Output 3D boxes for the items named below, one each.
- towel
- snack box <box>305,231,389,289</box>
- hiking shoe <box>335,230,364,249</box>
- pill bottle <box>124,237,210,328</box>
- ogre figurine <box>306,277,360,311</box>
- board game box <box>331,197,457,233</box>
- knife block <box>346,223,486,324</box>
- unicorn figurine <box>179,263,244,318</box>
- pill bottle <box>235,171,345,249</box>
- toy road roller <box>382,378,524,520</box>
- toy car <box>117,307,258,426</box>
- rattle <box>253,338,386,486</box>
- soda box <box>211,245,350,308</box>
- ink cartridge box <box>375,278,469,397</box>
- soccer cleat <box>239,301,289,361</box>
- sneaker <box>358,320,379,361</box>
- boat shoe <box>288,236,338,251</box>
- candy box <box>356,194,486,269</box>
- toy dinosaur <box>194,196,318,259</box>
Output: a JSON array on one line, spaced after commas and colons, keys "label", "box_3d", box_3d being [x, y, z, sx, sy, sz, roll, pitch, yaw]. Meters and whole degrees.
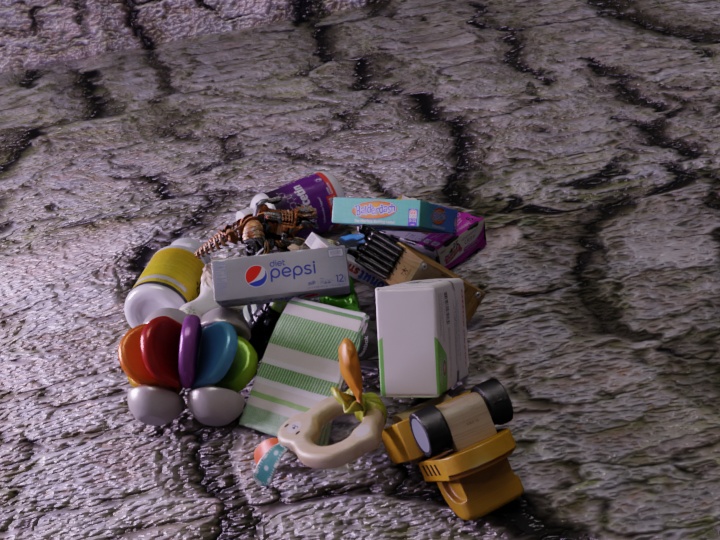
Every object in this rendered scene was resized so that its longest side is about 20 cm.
[{"label": "towel", "box_3d": [-0.078, 0.142, 1.385, 0.152, 0.023, 0.201, 12, 77, 33]}, {"label": "snack box", "box_3d": [0.000, 0.000, 1.578, 0.024, 0.200, 0.072, -55, 41, 5]}, {"label": "hiking shoe", "box_3d": [0.032, -0.033, 1.711, 0.199, 0.075, 0.087, 10, 53, 29]}, {"label": "pill bottle", "box_3d": [-0.323, 0.026, 1.688, 0.112, 0.112, 0.200, -3, 30, 11]}, {"label": "ogre figurine", "box_3d": [-0.058, 0.063, 1.567, 0.120, 0.098, 0.200, -20, 18, 3]}, {"label": "board game box", "box_3d": [0.061, -0.091, 1.634, 0.152, 0.045, 0.200, 4, 1, 22]}, {"label": "knife block", "box_3d": [0.080, -0.001, 1.559, 0.200, 0.064, 0.176, 26, 9, -31]}, {"label": "unicorn figurine", "box_3d": [-0.241, 0.064, 1.580, 0.074, 0.138, 0.200, -36, 1, 31]}, {"label": "pill bottle", "box_3d": [-0.132, -0.110, 1.873, 0.200, 0.113, 0.112, -23, 32, -23]}, {"label": "toy road roller", "box_3d": [0.122, 0.230, 1.225, 0.123, 0.146, 0.200, -20, -6, -18]}, {"label": "toy car", "box_3d": [-0.251, 0.123, 1.408, 0.199, 0.150, 0.176, 0, 59, 5]}, {"label": "rattle", "box_3d": [-0.077, 0.186, 1.258, 0.199, 0.143, 0.131, -12, 48, 20]}, {"label": "soda box", "box_3d": [-0.116, 0.010, 1.449, 0.199, 0.064, 0.068, -7, -11, 0]}, {"label": "ink cartridge box", "box_3d": [0.089, 0.088, 1.352, 0.084, 0.146, 0.200, -3, 1, 17]}, {"label": "soccer cleat", "box_3d": [-0.148, 0.068, 1.524, 0.200, 0.067, 0.081, -64, 20, -14]}, {"label": "sneaker", "box_3d": [0.011, 0.107, 1.452, 0.199, 0.067, 0.090, 6, 7, -9]}, {"label": "boat shoe", "box_3d": [-0.086, -0.035, 1.698, 0.073, 0.063, 0.201, 2, -4, -19]}, {"label": "candy box", "box_3d": [0.110, -0.067, 1.781, 0.200, 0.061, 0.136, 19, 40, 41]}, {"label": "toy dinosaur", "box_3d": [-0.167, -0.051, 1.613, 0.199, 0.136, 0.102, -6, 23, 9]}]
